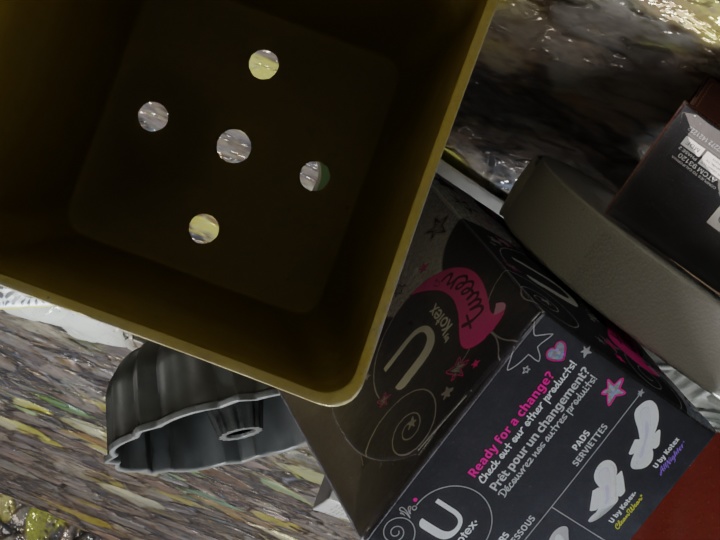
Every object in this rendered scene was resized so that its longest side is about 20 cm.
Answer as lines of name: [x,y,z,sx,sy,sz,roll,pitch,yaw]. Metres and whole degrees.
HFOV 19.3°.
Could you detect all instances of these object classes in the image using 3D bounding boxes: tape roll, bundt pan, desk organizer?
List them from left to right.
bundt pan: [-0.094,0.084,1.539,0.200,0.076,0.202,-12,165,-3]
tape roll: [0.157,0.016,1.012,0.202,0.037,0.203,33,-170,-7]
desk organizer: [0.218,-0.010,0.936,0.199,0.077,0.072,35,131,3]

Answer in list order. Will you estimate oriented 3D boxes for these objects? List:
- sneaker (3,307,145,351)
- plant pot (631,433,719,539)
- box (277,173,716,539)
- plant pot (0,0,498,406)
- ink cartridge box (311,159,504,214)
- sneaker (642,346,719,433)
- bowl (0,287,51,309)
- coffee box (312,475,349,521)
sneaker: [-0.188,0.018,1.578,0.115,0.074,0.200,12,172,21]
plant pot: [0.230,0.157,1.264,0.199,0.196,0.201,19,164,6]
box: [0.050,0.052,0.981,0.114,0.132,0.200,33,-170,-27]
plant pot: [-0.063,-0.065,0.928,0.199,0.201,0.176,20,176,1]
ink cartridge box: [0.000,0.000,1.120,0.199,0.146,0.048,32,166,-34]
sneaker: [0.202,0.046,1.151,0.199,0.076,0.091,-8,109,24]
bowl: [-0.220,-0.038,1.320,0.199,0.095,0.201,-4,170,-1]
coffee box: [0.078,0.166,1.639,0.199,0.115,0.080,23,164,-5]
